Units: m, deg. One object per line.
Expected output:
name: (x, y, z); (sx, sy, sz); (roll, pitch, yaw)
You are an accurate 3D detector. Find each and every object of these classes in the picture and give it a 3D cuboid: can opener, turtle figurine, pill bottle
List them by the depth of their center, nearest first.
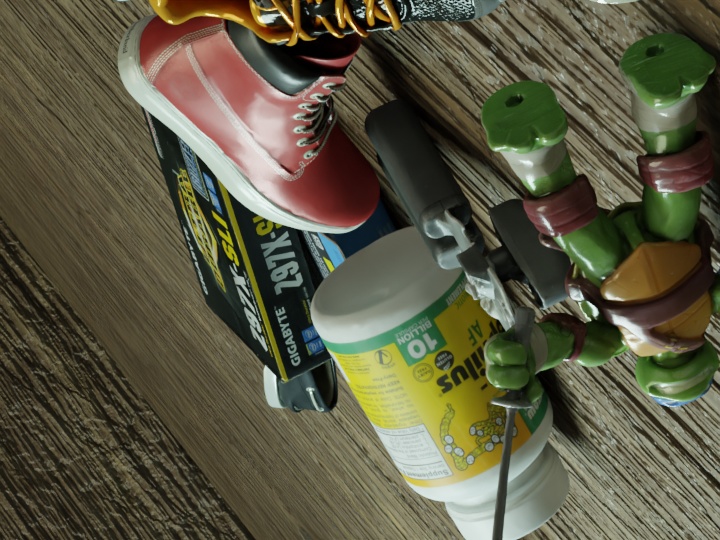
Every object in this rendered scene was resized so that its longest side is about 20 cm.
turtle figurine: (0.127, 0.014, 0.952); (0.143, 0.200, 0.195); (2, 130, 32)
can opener: (0.066, -0.036, 1.293); (0.200, 0.067, 0.054); (62, 177, 46)
pill bottle: (0.059, 0.080, 1.455); (0.201, 0.112, 0.113); (60, 167, -22)

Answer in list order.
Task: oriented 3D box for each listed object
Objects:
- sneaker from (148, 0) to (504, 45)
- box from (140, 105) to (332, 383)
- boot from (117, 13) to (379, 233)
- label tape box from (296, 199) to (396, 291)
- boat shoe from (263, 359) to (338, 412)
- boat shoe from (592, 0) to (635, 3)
sneaker: (-0.019, -0.147, 1.107); (0.199, 0.078, 0.078); (10, 148, 28)
box: (-0.093, -0.038, 1.601); (0.160, 0.049, 0.201); (39, 150, 56)
boot: (-0.027, -0.090, 1.283); (0.144, 0.073, 0.200); (-9, 144, 43)
label tape box: (0.000, 0.000, 1.587); (0.145, 0.063, 0.200); (62, 166, -24)
boat shoe: (-0.054, 0.045, 1.940); (0.060, 0.076, 0.201); (10, 138, 16)
boat shoe: (0.052, -0.180, 0.885); (0.201, 0.072, 0.060); (39, 160, 35)
